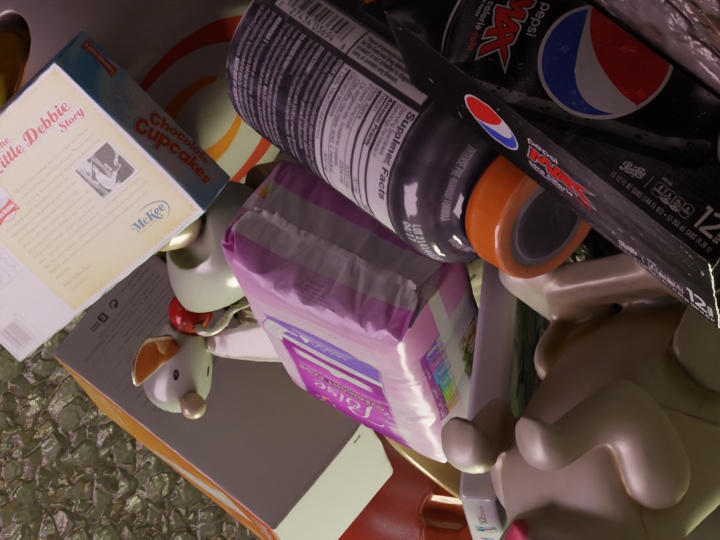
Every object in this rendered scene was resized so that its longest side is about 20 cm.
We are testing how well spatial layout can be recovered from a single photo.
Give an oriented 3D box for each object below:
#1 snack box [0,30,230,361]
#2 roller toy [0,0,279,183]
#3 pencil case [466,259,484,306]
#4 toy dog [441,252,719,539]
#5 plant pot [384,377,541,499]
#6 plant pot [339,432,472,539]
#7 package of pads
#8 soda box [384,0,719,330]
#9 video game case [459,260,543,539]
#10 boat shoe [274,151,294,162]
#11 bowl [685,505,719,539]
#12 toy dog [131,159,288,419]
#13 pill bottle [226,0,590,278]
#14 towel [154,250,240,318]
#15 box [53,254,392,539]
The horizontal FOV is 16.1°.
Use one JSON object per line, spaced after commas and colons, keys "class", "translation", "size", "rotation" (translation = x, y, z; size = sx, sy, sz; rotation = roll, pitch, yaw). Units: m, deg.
{"class": "snack box", "translation": [-0.176, -0.038, 1.440], "size": [0.116, 0.037, 0.200], "rotation": [45, 133, -10]}
{"class": "roller toy", "translation": [-0.138, -0.121, 1.525], "size": [0.140, 0.200, 0.182], "rotation": [38, 174, 33]}
{"class": "pencil case", "translation": [0.038, -0.033, 1.442], "size": [0.078, 0.089, 0.200], "rotation": [55, 173, 20]}
{"class": "toy dog", "translation": [0.125, 0.106, 1.258], "size": [0.139, 0.200, 0.194], "rotation": [-3, 147, 43]}
{"class": "plant pot", "translation": [0.121, 0.125, 1.668], "size": [0.201, 0.093, 0.201], "rotation": [33, 171, 6]}
{"class": "plant pot", "translation": [0.054, 0.170, 1.936], "size": [0.195, 0.201, 0.201], "rotation": [14, 148, 55]}
{"class": "package of pads", "translation": [0.003, 0.024, 1.404], "size": [0.120, 0.076, 0.200], "rotation": [29, 165, 20]}
{"class": "soda box", "translation": [0.104, -0.066, 1.126], "size": [0.200, 0.063, 0.071], "rotation": [40, 168, 26]}
{"class": "video game case", "translation": [0.081, 0.055, 1.401], "size": [0.022, 0.200, 0.182], "rotation": [4, 160, 9]}
{"class": "boat shoe", "translation": [0.000, 0.000, 1.599], "size": [0.200, 0.065, 0.072], "rotation": [39, 168, 19]}
{"class": "bowl", "translation": [0.194, 0.160, 1.479], "size": [0.201, 0.091, 0.201], "rotation": [17, 179, 0]}
{"class": "toy dog", "translation": [-0.081, 0.022, 1.507], "size": [0.200, 0.132, 0.096], "rotation": [79, 168, -50]}
{"class": "pill bottle", "translation": [0.030, -0.073, 1.277], "size": [0.200, 0.106, 0.106], "rotation": [38, 167, 37]}
{"class": "towel", "translation": [-0.059, 0.042, 1.691], "size": [0.200, 0.018, 0.086], "rotation": [30, 166, 47]}
{"class": "box", "translation": [-0.090, 0.095, 1.706], "size": [0.200, 0.098, 0.124], "rotation": [36, 169, 20]}
